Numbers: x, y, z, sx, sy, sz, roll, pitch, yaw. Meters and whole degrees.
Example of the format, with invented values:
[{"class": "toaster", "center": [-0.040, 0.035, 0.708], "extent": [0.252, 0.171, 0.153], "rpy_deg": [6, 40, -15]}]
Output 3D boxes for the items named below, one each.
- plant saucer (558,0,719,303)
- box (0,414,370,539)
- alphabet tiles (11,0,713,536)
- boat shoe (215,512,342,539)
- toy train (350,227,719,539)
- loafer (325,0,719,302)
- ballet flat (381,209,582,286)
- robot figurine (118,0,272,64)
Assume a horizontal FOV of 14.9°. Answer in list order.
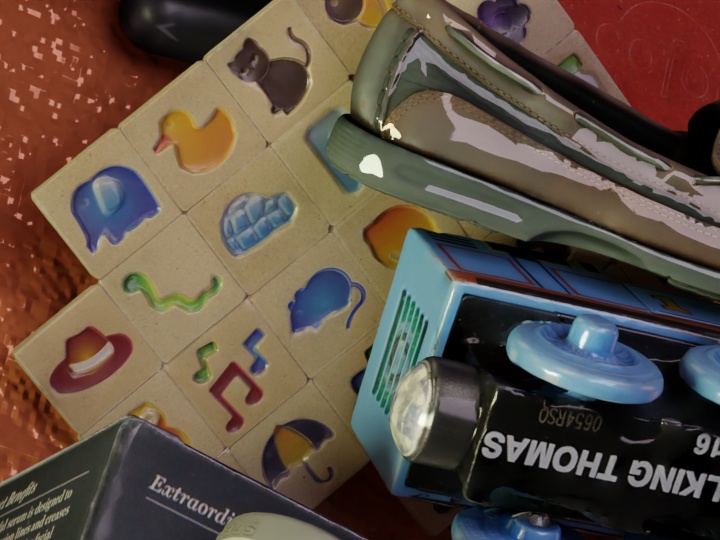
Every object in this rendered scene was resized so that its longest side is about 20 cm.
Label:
[{"class": "plant saucer", "center": [0.104, -0.068, 0.987], "extent": [0.199, 0.037, 0.201], "rpy_deg": [22, 63, -25]}, {"class": "box", "center": [-0.055, 0.167, 0.762], "extent": [0.148, 0.107, 0.201], "rpy_deg": [29, 61, -21]}, {"class": "alphabet tiles", "center": [0.000, 0.000, 0.850], "extent": [0.200, 0.008, 0.167], "rpy_deg": [-39, 107, -7]}, {"class": "boat shoe", "center": [0.030, 0.147, 0.717], "extent": [0.202, 0.074, 0.065], "rpy_deg": [41, 63, -10]}, {"class": "toy train", "center": [0.097, 0.049, 0.822], "extent": [0.199, 0.114, 0.087], "rpy_deg": [11, 107, -17]}, {"class": "loafer", "center": [0.091, -0.030, 0.830], "extent": [0.199, 0.072, 0.063], "rpy_deg": [16, 99, -16]}, {"class": "ballet flat", "center": [0.077, 0.027, 0.911], "extent": [0.200, 0.071, 0.071], "rpy_deg": [27, 61, -21]}, {"class": "robot figurine", "center": [-0.020, -0.151, 0.880], "extent": [0.199, 0.150, 0.125], "rpy_deg": [15, 51, -28]}]
